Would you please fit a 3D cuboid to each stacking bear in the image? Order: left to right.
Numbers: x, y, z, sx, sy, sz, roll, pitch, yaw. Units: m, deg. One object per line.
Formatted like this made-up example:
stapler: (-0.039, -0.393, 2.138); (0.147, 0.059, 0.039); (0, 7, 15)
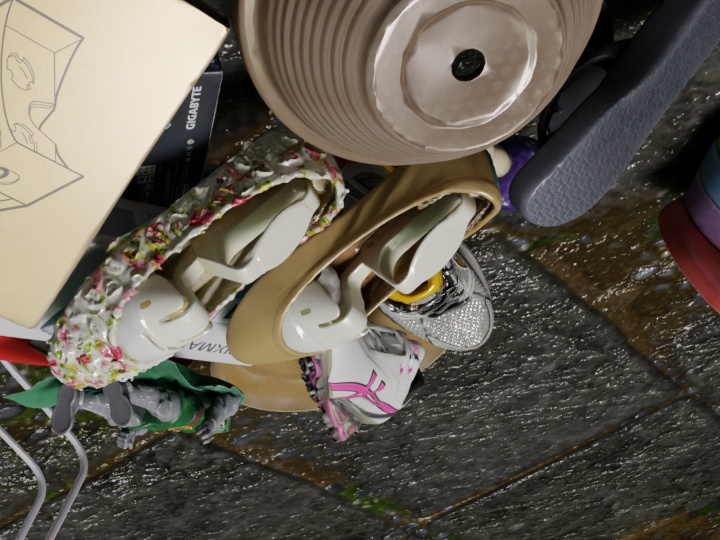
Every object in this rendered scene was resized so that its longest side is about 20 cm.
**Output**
stacking bear: (0.304, -0.076, 0.916); (0.121, 0.114, 0.201); (-2, 136, -46)

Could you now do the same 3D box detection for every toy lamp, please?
toy lamp: (0.044, -0.090, 0.816); (0.058, 0.059, 0.199); (-35, 145, 27)

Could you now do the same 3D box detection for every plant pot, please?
plant pot: (-0.019, 0.046, 1.026); (0.198, 0.028, 0.201); (-12, 148, -7)
plant pot: (0.039, -0.124, 0.672); (0.198, 0.093, 0.203); (-9, 130, -11)

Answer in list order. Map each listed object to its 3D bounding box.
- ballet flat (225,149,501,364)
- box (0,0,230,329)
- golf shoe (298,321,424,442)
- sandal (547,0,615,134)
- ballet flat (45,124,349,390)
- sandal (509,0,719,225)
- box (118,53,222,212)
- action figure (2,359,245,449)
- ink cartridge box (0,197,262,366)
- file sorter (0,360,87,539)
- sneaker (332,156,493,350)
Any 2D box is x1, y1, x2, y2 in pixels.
ballet flat: (0.000, 0.000, 0.787); (0.200, 0.063, 0.068); (-43, 134, 14)
box: (-0.181, -0.080, 0.656); (0.162, 0.021, 0.201); (28, 110, -26)
golf shoe: (-0.002, 0.058, 0.966); (0.091, 0.073, 0.200); (-23, 159, -2)
sandal: (0.128, -0.121, 0.820); (0.076, 0.043, 0.200); (-27, 147, 16)
ballet flat: (-0.087, -0.003, 0.734); (0.200, 0.064, 0.076); (-45, 133, -5)
sandal: (0.149, -0.104, 0.784); (0.200, 0.043, 0.076); (-48, 152, -17)
box: (-0.170, -0.058, 0.770); (0.157, 0.046, 0.201); (-6, 147, -19)
action figure: (-0.130, 0.090, 0.895); (0.117, 0.055, 0.200); (-7, 170, 18)
ink cartridge box: (-0.148, 0.030, 0.834); (0.198, 0.045, 0.176); (11, 138, -40)
file sorter: (-0.303, 0.162, 0.919); (0.199, 0.139, 0.125); (-32, 109, 22)
sneaker: (0.031, 0.005, 0.898); (0.078, 0.083, 0.200); (-37, 135, 11)
